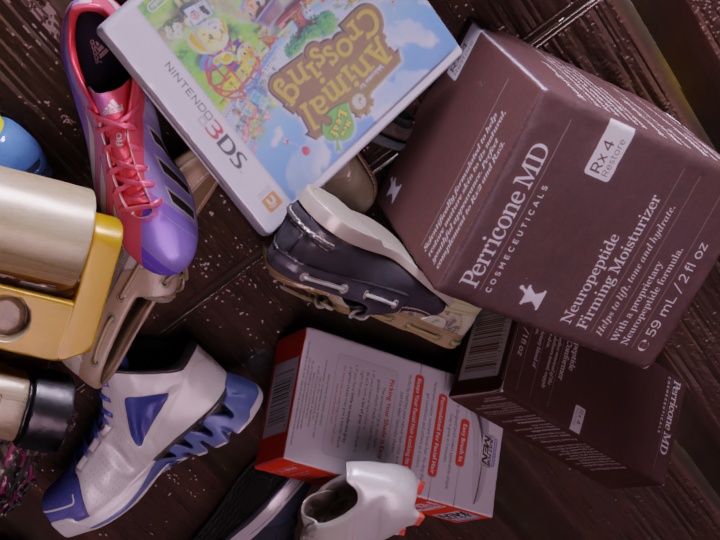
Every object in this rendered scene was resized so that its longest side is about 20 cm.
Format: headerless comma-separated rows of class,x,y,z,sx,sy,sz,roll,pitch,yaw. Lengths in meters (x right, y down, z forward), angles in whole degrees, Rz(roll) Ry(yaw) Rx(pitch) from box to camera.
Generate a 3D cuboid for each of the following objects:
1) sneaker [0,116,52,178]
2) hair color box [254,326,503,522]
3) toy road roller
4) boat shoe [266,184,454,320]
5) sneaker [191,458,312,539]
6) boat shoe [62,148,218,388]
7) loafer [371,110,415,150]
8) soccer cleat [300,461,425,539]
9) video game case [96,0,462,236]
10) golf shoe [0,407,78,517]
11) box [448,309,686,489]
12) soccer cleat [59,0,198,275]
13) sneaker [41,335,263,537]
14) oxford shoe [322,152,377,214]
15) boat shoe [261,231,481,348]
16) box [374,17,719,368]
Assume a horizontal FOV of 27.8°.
sneaker,-0.310,-0.031,1.049,0.199,0.066,0.079,-36,126,8
hair color box,0.020,0.131,1.202,0.198,0.112,0.064,19,158,-23
toy road roller,-0.258,0.021,1.019,0.122,0.146,0.202,14,100,-25
boat shoe,0.000,0.000,1.050,0.063,0.073,0.200,-49,146,7
sneaker,-0.060,0.246,1.265,0.145,0.077,0.203,31,115,-19
boat shoe,-0.157,-0.003,1.084,0.065,0.072,0.201,40,98,12
loafer,-0.034,-0.156,1.049,0.199,0.072,0.063,28,104,-25
soccer cleat,-0.023,0.212,1.157,0.077,0.070,0.200,22,131,-20
video game case,-0.050,-0.158,1.001,0.200,0.022,0.183,-44,110,-13
golf shoe,-0.299,0.141,1.160,0.092,0.072,0.200,46,122,13
box,0.178,0.101,1.227,0.199,0.075,0.101,30,65,-30
soccer cleat,-0.163,-0.092,1.004,0.066,0.076,0.202,-15,94,-1
sneaker,-0.188,0.113,1.167,0.199,0.081,0.115,-35,110,12
oxford shoe,-0.063,-0.089,1.075,0.199,0.074,0.071,33,108,-29
boat shoe,0.009,0.019,1.158,0.198,0.073,0.063,15,112,-23
box,0.148,-0.058,1.091,0.198,0.165,0.167,19,109,-25
